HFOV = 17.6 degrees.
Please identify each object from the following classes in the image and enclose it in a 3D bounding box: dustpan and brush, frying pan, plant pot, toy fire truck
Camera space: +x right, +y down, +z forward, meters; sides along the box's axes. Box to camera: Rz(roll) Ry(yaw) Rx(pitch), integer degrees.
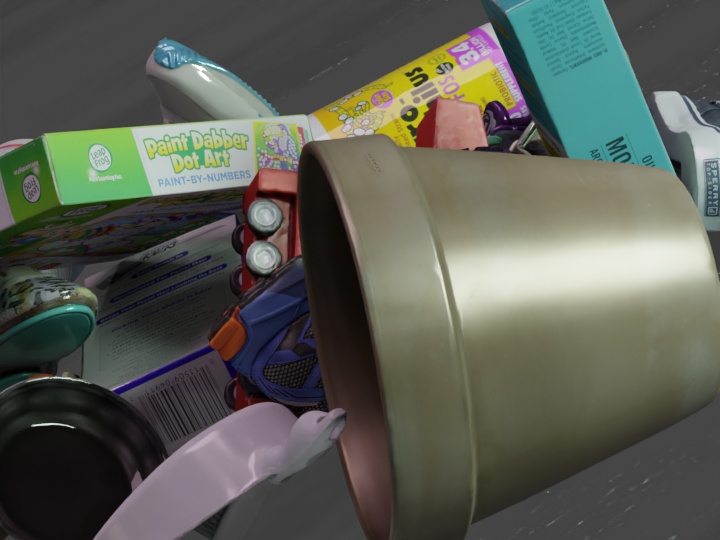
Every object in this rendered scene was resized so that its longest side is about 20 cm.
[{"bbox_3d":[-0.055,0.100,1.151,0.139,0.057,0.200,-28,-18,-33],"label":"dustpan and brush"},{"bbox_3d":[-0.185,0.121,1.236,0.189,0.115,0.031,-22,-22,-37],"label":"frying pan"},{"bbox_3d":[0.073,0.022,1.107,0.173,0.201,0.200,-12,19,-9],"label":"plant pot"},{"bbox_3d":[0.000,0.000,1.295,0.140,0.201,0.049,6,-19,-13],"label":"toy fire truck"}]

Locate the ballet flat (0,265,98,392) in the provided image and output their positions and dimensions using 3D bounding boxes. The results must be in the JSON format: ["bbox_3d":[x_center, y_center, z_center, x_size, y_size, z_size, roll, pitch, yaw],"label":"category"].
[{"bbox_3d":[-0.207,0.037,1.387,0.072,0.072,0.200,-39,-8,-32],"label":"ballet flat"}]

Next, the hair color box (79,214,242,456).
[{"bbox_3d":[-0.108,0.043,1.400,0.109,0.065,0.200,-24,23,4],"label":"hair color box"}]

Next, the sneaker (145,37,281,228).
[{"bbox_3d":[-0.091,-0.070,1.491,0.076,0.200,0.081,32,73,35],"label":"sneaker"}]

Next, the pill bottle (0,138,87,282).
[{"bbox_3d":[-0.261,-0.001,1.611,0.108,0.109,0.200,-13,24,28],"label":"pill bottle"}]

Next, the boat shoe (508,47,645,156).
[{"bbox_3d":[0.105,-0.045,1.301,0.070,0.064,0.201,12,55,21],"label":"boat shoe"}]

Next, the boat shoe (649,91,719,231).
[{"bbox_3d":[0.213,-0.058,1.289,0.090,0.071,0.200,-2,12,-2],"label":"boat shoe"}]

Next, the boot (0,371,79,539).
[{"bbox_3d":[-0.231,0.109,1.309,0.107,0.075,0.200,20,36,12],"label":"boot"}]

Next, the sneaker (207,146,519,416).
[{"bbox_3d":[0.014,0.004,1.240,0.200,0.079,0.075,-37,5,-13],"label":"sneaker"}]

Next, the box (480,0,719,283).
[{"bbox_3d":[0.124,-0.065,1.201,0.049,0.201,0.082,-26,21,0],"label":"box"}]

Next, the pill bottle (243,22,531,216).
[{"bbox_3d":[0.024,-0.068,1.456,0.199,0.105,0.104,-28,21,-6],"label":"pill bottle"}]

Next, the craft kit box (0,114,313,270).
[{"bbox_3d":[-0.159,-0.040,1.351,0.199,0.049,0.197,-8,-11,-45],"label":"craft kit box"}]

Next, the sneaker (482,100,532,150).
[{"bbox_3d":[0.065,-0.048,1.384,0.200,0.088,0.074,-33,22,-20],"label":"sneaker"}]
